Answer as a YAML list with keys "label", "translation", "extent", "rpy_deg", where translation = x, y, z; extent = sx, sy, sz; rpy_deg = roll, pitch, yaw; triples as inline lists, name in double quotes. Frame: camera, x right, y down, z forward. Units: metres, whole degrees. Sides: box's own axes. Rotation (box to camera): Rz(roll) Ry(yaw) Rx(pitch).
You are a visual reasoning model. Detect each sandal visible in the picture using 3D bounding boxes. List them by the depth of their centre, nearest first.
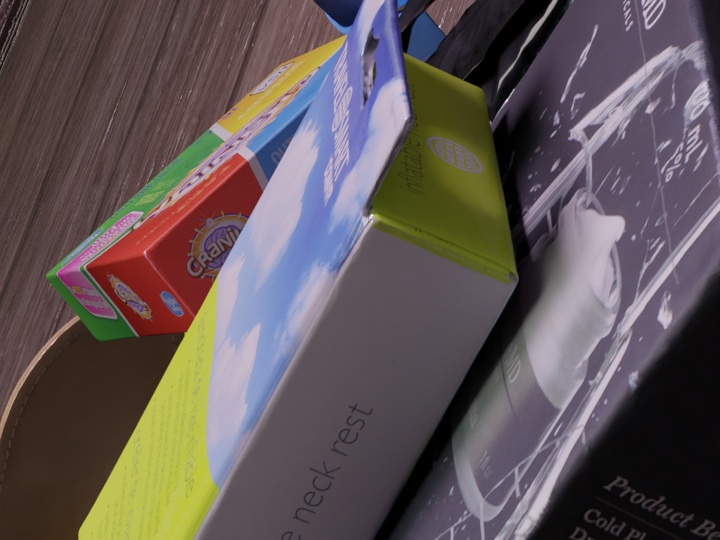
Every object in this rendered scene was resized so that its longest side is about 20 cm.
- label: "sandal"
  translation: [-0.149, 0.106, 1.294]
  extent: [0.213, 0.077, 0.070]
  rpy_deg: [-70, 20, 1]

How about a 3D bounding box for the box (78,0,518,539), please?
- label: "box"
  translation: [-0.017, 0.030, 0.711]
  extent: [0.201, 0.047, 0.122]
  rpy_deg: [-61, 14, 22]

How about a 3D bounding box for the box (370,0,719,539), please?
- label: "box"
  translation: [0.081, 0.040, 0.689]
  extent: [0.197, 0.123, 0.200]
  rpy_deg: [-55, 16, 27]

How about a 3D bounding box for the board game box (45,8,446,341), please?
- label: "board game box"
  translation: [-0.046, -0.036, 1.150]
  extent: [0.153, 0.040, 0.200]
  rpy_deg: [-43, 10, -15]

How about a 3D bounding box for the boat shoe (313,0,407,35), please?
- label: "boat shoe"
  translation: [0.027, -0.152, 1.052]
  extent: [0.200, 0.069, 0.084]
  rpy_deg: [-32, 14, 45]

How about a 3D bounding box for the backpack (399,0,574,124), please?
- label: "backpack"
  translation: [0.069, -0.038, 0.846]
  extent: [0.200, 0.126, 0.167]
  rpy_deg: [-56, 13, 34]
